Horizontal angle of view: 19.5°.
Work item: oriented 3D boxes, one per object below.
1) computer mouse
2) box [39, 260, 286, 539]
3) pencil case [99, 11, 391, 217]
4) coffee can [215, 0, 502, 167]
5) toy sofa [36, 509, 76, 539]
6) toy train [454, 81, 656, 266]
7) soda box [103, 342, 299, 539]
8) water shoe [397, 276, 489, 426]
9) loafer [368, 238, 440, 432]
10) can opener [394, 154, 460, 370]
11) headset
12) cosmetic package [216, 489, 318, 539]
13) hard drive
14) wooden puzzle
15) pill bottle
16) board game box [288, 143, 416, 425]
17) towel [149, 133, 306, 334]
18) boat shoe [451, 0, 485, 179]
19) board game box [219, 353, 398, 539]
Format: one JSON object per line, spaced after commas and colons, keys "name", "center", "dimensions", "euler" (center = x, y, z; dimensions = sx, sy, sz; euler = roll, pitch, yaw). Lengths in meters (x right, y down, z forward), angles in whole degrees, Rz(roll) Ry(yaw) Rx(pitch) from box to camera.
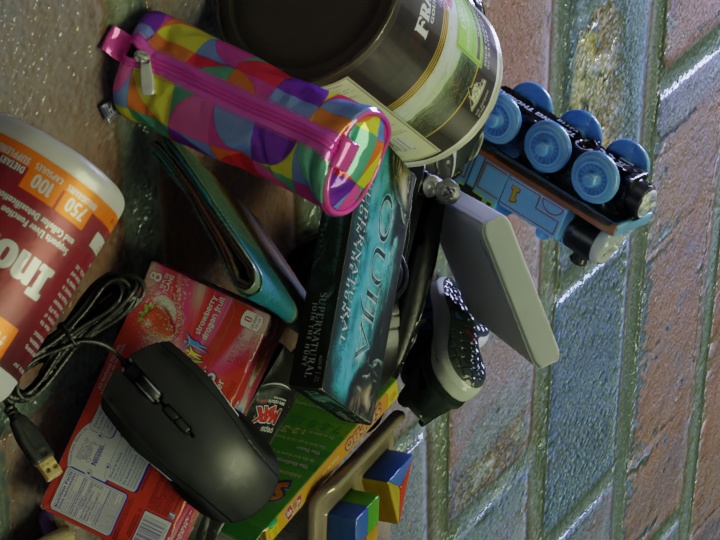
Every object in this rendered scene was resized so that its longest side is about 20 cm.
{"name": "computer mouse", "center": [-0.157, 0.113, 1.459], "dimensions": [0.140, 0.200, 0.046], "euler": [-38, -175, -6]}
{"name": "box", "center": [-0.143, 0.104, 1.540], "dimensions": [0.095, 0.099, 0.201], "euler": [41, 73, -83]}
{"name": "pencil case", "center": [-0.079, -0.108, 1.427], "dimensions": [0.088, 0.200, 0.089], "euler": [-51, 155, -35]}
{"name": "coffee can", "center": [0.003, -0.175, 1.556], "dimensions": [0.147, 0.146, 0.200], "euler": [-65, 151, -3]}
{"name": "toy sofa", "center": [-0.228, 0.278, 1.584], "dimensions": [0.083, 0.098, 0.200], "euler": [-27, 138, -14]}
{"name": "toy train", "center": [0.165, -0.084, 1.840], "dimensions": [0.087, 0.200, 0.115], "euler": [-22, 140, -52]}
{"name": "soda box", "center": [-0.123, 0.143, 1.651], "dimensions": [0.200, 0.071, 0.063], "euler": [-60, 151, -12]}
{"name": "water shoe", "center": [0.065, 0.069, 1.880], "dimensions": [0.079, 0.072, 0.200], "euler": [-38, -167, 16]}
{"name": "loafer", "center": [0.027, 0.048, 1.824], "dimensions": [0.070, 0.068, 0.201], "euler": [5, 104, -40]}
{"name": "can opener", "center": [0.038, -0.014, 1.751], "dimensions": [0.063, 0.079, 0.201], "euler": [10, 87, -35]}
{"name": "headset", "center": [0.000, 0.000, 1.702], "dimensions": [0.094, 0.123, 0.201], "euler": [-7, 94, -29]}
{"name": "cosmetic package", "center": [-0.107, 0.270, 1.758], "dimensions": [0.200, 0.081, 0.113], "euler": [-47, 148, -33]}
{"name": "hard drive", "center": [0.107, -0.001, 1.781], "dimensions": [0.027, 0.200, 0.132], "euler": [-25, 105, -8]}
{"name": "wooden puzzle", "center": [0.002, 0.241, 1.791], "dimensions": [0.185, 0.046, 0.201], "euler": [-41, 141, -62]}
{"name": "pill bottle", "center": [-0.244, 0.010, 1.318], "dimensions": [0.200, 0.113, 0.113], "euler": [-60, 150, -12]}
{"name": "board game box", "center": [-0.003, 0.004, 1.552], "dimensions": [0.135, 0.028, 0.201], "euler": [42, 57, -68]}
{"name": "towel", "center": [-0.080, -0.012, 1.535], "dimensions": [0.022, 0.147, 0.200], "euler": [-35, 156, 4]}
{"name": "boat shoe", "center": [0.076, -0.162, 1.765], "dimensions": [0.060, 0.076, 0.200], "euler": [-37, 151, -40]}
{"name": "board game box", "center": [-0.064, 0.143, 1.723], "dimensions": [0.200, 0.095, 0.030], "euler": [-45, 145, -33]}
